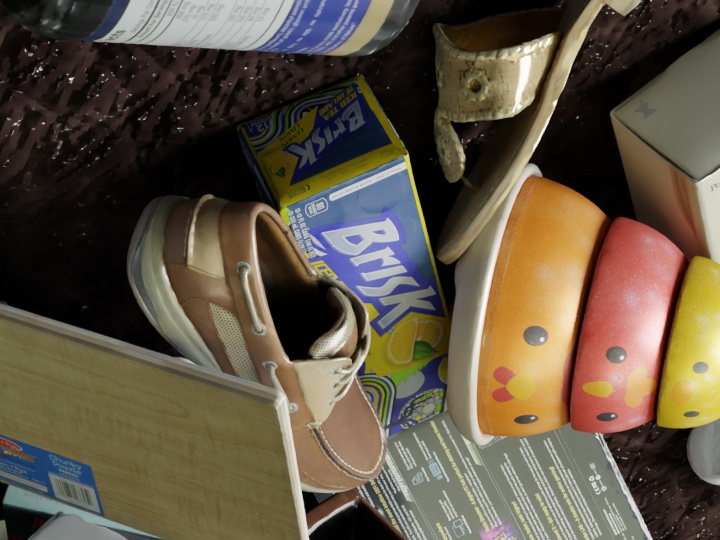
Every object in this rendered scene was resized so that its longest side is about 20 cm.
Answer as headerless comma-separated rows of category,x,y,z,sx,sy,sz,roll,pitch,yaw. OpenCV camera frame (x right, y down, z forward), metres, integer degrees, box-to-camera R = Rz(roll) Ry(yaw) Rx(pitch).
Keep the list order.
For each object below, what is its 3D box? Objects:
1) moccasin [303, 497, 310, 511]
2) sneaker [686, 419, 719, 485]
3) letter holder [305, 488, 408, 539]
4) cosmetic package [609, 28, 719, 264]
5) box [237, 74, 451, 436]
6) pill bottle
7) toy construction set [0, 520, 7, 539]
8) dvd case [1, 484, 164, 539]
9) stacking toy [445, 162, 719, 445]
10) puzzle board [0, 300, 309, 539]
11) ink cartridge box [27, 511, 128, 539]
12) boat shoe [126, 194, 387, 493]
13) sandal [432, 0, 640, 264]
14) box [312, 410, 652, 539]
moccasin,-0.040,0.185,1.200,0.080,0.068,0.200,-31,141,-6
sneaker,0.309,0.082,1.295,0.200,0.071,0.099,-36,142,18
letter holder,-0.003,0.245,1.110,0.100,0.142,0.200,-30,144,-32
cosmetic package,0.207,-0.032,1.097,0.105,0.071,0.200,-38,142,-9
box,0.000,0.000,1.035,0.070,0.064,0.200,-23,139,-6
pill bottle,-0.079,-0.143,0.802,0.200,0.112,0.112,1,132,-29
toy construction set,-0.239,0.217,1.108,0.131,0.092,0.200,4,127,0
dvd case,-0.138,0.205,1.158,0.146,0.022,0.200,13,132,-2
stacking toy,0.151,0.031,1.030,0.200,0.146,0.146,10,141,15
puzzle board,-0.118,0.077,0.989,0.151,0.200,0.017,83,30,-49
ink cartridge box,-0.119,0.245,1.077,0.084,0.145,0.200,-41,140,-41
boat shoe,-0.032,0.039,0.963,0.072,0.076,0.200,-10,140,27
sandal,0.070,-0.107,0.977,0.070,0.078,0.212,31,110,-11
box,0.078,0.155,1.174,0.160,0.044,0.200,-28,104,0
